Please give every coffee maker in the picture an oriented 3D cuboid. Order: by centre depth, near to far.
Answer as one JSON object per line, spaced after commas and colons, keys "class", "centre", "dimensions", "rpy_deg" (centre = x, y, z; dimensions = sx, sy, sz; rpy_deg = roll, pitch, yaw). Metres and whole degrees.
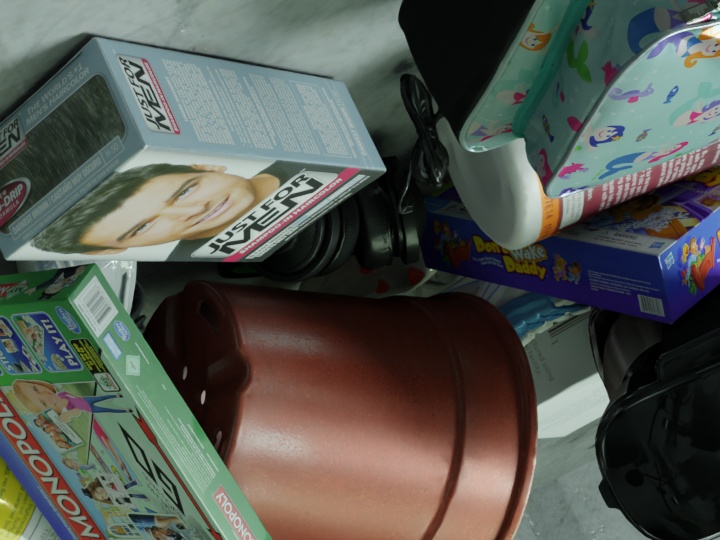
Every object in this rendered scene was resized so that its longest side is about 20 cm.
{"class": "coffee maker", "centre": [0.223, 0.052, 0.946], "dimensions": [0.193, 0.134, 0.200], "rpy_deg": [-51, -176, 15]}

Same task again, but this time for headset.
{"class": "headset", "centre": [-0.013, -0.045, 0.963], "dimensions": [0.123, 0.095, 0.199], "rpy_deg": [-9, 173, -35]}

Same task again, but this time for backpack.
{"class": "backpack", "centre": [0.137, -0.138, 0.750], "dimensions": [0.199, 0.151, 0.178], "rpy_deg": [-25, 164, -23]}

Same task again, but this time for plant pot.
{"class": "plant pot", "centre": [-0.029, 0.097, 0.986], "dimensions": [0.194, 0.203, 0.201], "rpy_deg": [12, 144, -33]}

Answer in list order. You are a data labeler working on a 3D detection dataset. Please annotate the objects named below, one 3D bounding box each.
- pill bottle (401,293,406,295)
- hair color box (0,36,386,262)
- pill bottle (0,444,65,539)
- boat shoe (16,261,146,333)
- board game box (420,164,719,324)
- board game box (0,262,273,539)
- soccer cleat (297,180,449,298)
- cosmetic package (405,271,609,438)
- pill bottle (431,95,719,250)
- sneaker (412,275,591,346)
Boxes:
{"class": "pill bottle", "centre": [0.002, 0.099, 1.320], "dimensions": [0.112, 0.114, 0.200], "rpy_deg": [-20, 163, -21]}
{"class": "hair color box", "centre": [-0.085, -0.053, 0.800], "dimensions": [0.099, 0.061, 0.199], "rpy_deg": [-35, 162, 28]}
{"class": "pill bottle", "centre": [-0.220, 0.131, 0.952], "dimensions": [0.114, 0.115, 0.200], "rpy_deg": [-32, 140, 21]}
{"class": "boat shoe", "centre": [-0.156, 0.025, 0.937], "dimensions": [0.068, 0.072, 0.201], "rpy_deg": [-21, 154, -17]}
{"class": "board game box", "centre": [0.147, -0.035, 0.993], "dimensions": [0.134, 0.045, 0.199], "rpy_deg": [-33, -150, -33]}
{"class": "board game box", "centre": [-0.141, 0.088, 0.857], "dimensions": [0.134, 0.201, 0.029], "rpy_deg": [-6, -146, 38]}
{"class": "soccer cleat", "centre": [0.000, 0.000, 1.116], "dimensions": [0.200, 0.069, 0.078], "rpy_deg": [-46, -172, 29]}
{"class": "cosmetic package", "centre": [0.152, 0.018, 1.206], "dimensions": [0.164, 0.166, 0.200], "rpy_deg": [-31, 163, 20]}
{"class": "pill bottle", "centre": [0.151, -0.099, 0.931], "dimensions": [0.198, 0.115, 0.114], "rpy_deg": [-22, 164, -13]}
{"class": "sneaker", "centre": [0.115, -0.005, 1.073], "dimensions": [0.199, 0.087, 0.075], "rpy_deg": [-28, 163, 21]}
